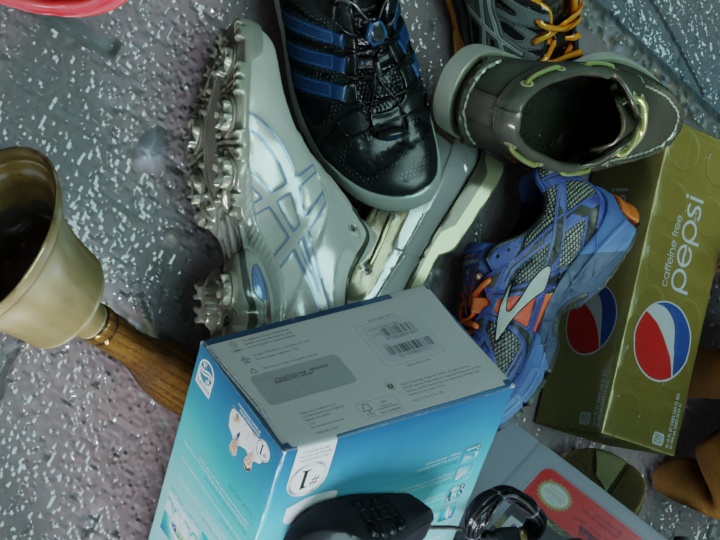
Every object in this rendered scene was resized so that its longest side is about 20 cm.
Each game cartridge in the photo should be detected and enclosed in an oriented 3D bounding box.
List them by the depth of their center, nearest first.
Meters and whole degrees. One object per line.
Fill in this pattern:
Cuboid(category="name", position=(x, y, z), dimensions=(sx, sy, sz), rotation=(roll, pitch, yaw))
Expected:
Cuboid(category="game cartridge", position=(0.109, 0.184, 1.174), dimensions=(0.133, 0.199, 0.041), rotation=(-46, 161, -23))

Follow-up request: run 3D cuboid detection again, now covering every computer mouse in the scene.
Cuboid(category="computer mouse", position=(0.035, 0.141, 1.040), dimensions=(0.199, 0.034, 0.059), rotation=(2, 127, -47))

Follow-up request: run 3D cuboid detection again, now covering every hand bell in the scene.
Cuboid(category="hand bell", position=(-0.133, 0.032, 1.058), dimensions=(0.200, 0.104, 0.105), rotation=(41, 68, -43))

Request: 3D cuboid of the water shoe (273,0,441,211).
Cuboid(category="water shoe", position=(-0.008, -0.129, 1.101), dimensions=(0.071, 0.079, 0.202), rotation=(-21, 85, -14))

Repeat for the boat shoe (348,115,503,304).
Cuboid(category="boat shoe", position=(0.000, 0.000, 1.152), dimensions=(0.068, 0.075, 0.201), rotation=(37, 72, -10))

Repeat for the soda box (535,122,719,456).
Cuboid(category="soda box", position=(0.175, 0.009, 1.275), dimensions=(0.067, 0.064, 0.202), rotation=(19, 81, -35))

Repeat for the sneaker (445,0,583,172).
Cuboid(category="sneaker", position=(0.099, -0.143, 1.206), dimensions=(0.078, 0.077, 0.201), rotation=(-38, 116, -31))

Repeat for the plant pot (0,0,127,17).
Cuboid(category="plant pot", position=(-0.155, -0.249, 0.953), dimensions=(0.200, 0.199, 0.184), rotation=(38, 62, -30))

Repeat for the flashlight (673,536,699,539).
Cuboid(category="flashlight", position=(0.197, 0.274, 1.305), dimensions=(0.068, 0.067, 0.202), rotation=(-2, 88, -62))

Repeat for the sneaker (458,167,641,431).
Cuboid(category="sneaker", position=(0.083, 0.021, 1.212), dimensions=(0.078, 0.075, 0.201), rotation=(39, 71, -13))

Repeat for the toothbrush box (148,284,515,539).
Cuboid(category="toothbrush box", position=(-0.024, 0.120, 1.064), dimensions=(0.145, 0.085, 0.201), rotation=(-14, 137, -34))

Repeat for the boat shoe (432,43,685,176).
Cuboid(category="boat shoe", position=(0.127, -0.087, 1.167), dimensions=(0.201, 0.060, 0.073), rotation=(2, 110, -46))

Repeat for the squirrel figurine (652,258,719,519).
Cuboid(category="squirrel figurine", position=(0.288, 0.066, 1.274), dimensions=(0.140, 0.200, 0.189), rotation=(-6, 108, -28))

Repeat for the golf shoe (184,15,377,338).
Cuboid(category="golf shoe", position=(-0.040, -0.035, 1.095), dimensions=(0.096, 0.078, 0.202), rotation=(-2, 86, -22))

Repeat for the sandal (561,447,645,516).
Cuboid(category="sandal", position=(0.099, 0.183, 1.231), dimensions=(0.200, 0.080, 0.054), rotation=(-37, 154, -33))
